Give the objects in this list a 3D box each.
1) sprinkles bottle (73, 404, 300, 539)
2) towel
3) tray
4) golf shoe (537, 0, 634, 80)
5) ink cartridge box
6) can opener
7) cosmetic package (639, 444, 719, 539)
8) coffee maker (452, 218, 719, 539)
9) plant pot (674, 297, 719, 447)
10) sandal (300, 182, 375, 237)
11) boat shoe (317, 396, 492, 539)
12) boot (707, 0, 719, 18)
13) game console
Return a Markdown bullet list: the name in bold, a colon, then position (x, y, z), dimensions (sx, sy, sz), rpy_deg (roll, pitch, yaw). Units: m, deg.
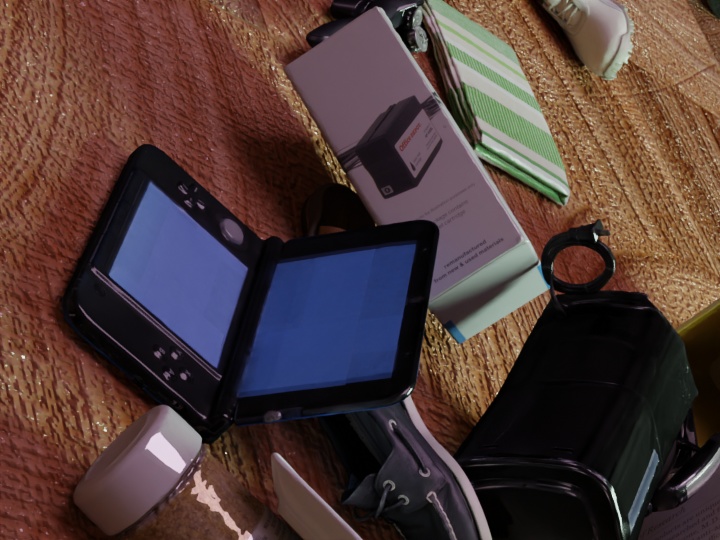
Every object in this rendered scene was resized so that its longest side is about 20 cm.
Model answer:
- **sprinkles bottle**: position (-0.055, 0.160, 0.940), dimensions (0.200, 0.068, 0.068), rpy_deg (46, 27, -10)
- **towel**: position (0.119, -0.158, 1.675), dimensions (0.152, 0.023, 0.200), rpy_deg (25, 35, -43)
- **tray**: position (-0.003, 0.154, 0.983), dimensions (0.107, 0.022, 0.200), rpy_deg (45, -6, 15)
- **golf shoe**: position (0.222, -0.278, 1.958), dimensions (0.097, 0.078, 0.200), rpy_deg (11, 38, -29)
- **ink cartridge box**: position (0.042, -0.064, 1.286), dimensions (0.200, 0.084, 0.145), rpy_deg (59, 5, 17)
- **can opener**: position (0.000, -0.185, 1.495), dimensions (0.200, 0.078, 0.064), rpy_deg (-47, 136, -61)
- **cosmetic package**: position (0.267, 0.238, 1.242), dimensions (0.167, 0.166, 0.200), rpy_deg (43, 28, -17)
- **coffee maker**: position (0.129, 0.106, 1.189), dimensions (0.192, 0.135, 0.200), rpy_deg (56, 34, -11)
- **plant pot**: position (0.371, 0.106, 1.569), dimensions (0.200, 0.200, 0.176), rpy_deg (56, 15, 11)
- **sandal**: position (0.000, 0.000, 1.244), dimensions (0.082, 0.055, 0.200), rpy_deg (41, 27, -24)
- **boat shoe**: position (0.013, 0.118, 1.109), dimensions (0.066, 0.074, 0.200), rpy_deg (-19, 79, -32)
- **boot**: position (0.493, -0.425, 2.555), dimensions (0.203, 0.073, 0.154), rpy_deg (9, 45, -60)
- **game console**: position (-0.058, -0.003, 1.086), dimensions (0.171, 0.118, 0.200), rpy_deg (43, 27, -18)
